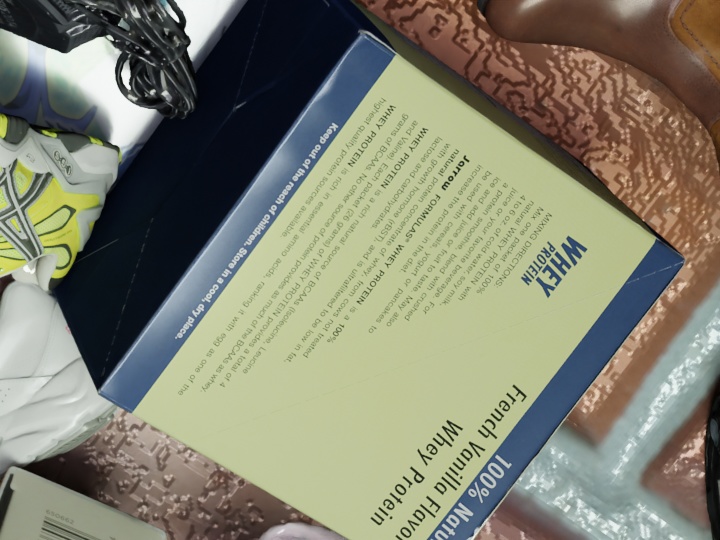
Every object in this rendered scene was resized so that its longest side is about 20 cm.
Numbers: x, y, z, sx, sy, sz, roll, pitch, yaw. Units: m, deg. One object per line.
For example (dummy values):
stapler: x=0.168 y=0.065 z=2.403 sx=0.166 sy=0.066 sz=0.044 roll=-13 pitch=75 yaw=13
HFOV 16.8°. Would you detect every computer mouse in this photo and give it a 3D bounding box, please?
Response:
computer mouse: x=-0.157 y=-0.140 z=1.074 sx=0.200 sy=0.139 sz=0.053 roll=23 pitch=78 yaw=6

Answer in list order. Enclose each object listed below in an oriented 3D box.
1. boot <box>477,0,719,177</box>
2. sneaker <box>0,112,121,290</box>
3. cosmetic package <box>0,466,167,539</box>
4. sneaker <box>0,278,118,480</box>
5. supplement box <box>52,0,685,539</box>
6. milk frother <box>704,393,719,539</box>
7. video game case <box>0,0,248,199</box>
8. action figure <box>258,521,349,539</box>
boot: x=0.160 y=-0.063 z=1.135 sx=0.188 sy=0.069 sz=0.200 roll=-1 pitch=64 yaw=-18
sneaker: x=-0.174 y=-0.033 z=1.063 sx=0.075 sy=0.200 sz=0.077 roll=13 pitch=91 yaw=32
cosmetic package: x=-0.178 y=0.201 z=1.158 sx=0.087 sy=0.103 sz=0.200 roll=25 pitch=126 yaw=-13
sneaker: x=-0.210 y=0.073 z=1.179 sx=0.200 sy=0.078 sz=0.099 roll=-33 pitch=84 yaw=9
supplement box: x=0.000 y=0.000 z=1.132 sx=0.200 sy=0.134 sz=0.200 roll=32 pitch=100 yaw=-26
milk frother: x=0.282 y=0.089 z=1.184 sx=0.188 sy=0.200 sz=0.181 roll=-6 pitch=104 yaw=-7
video game case: x=-0.150 y=-0.093 z=1.155 sx=0.200 sy=0.022 sz=0.183 roll=10 pitch=104 yaw=-11
action figure: x=-0.053 y=0.201 z=1.072 sx=0.200 sy=0.134 sz=0.149 roll=-6 pitch=95 yaw=-47
